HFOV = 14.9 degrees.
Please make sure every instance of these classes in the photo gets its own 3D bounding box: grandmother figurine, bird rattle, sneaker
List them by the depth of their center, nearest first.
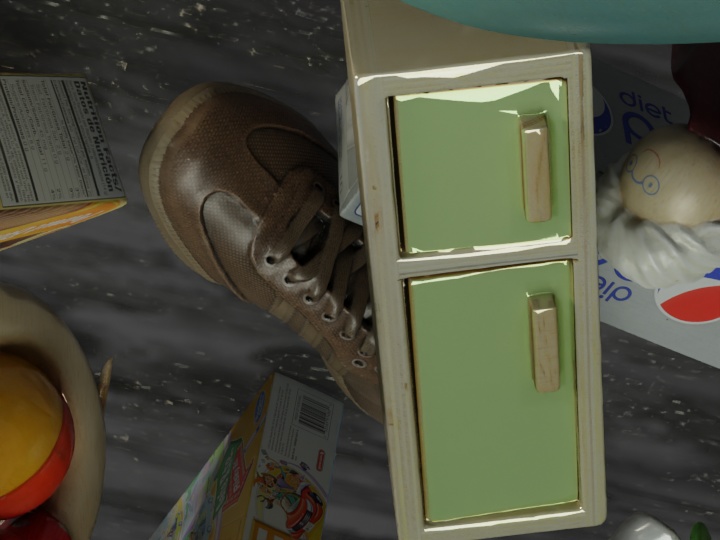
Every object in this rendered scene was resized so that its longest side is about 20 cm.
[{"bbox_3d":[0.138,-0.082,0.904,0.060,0.121,0.200,21,111,-26],"label":"grandmother figurine"},{"bbox_3d":[0.000,0.000,1.008,0.075,0.071,0.200,23,166,42],"label":"sneaker"},{"bbox_3d":[-0.140,0.087,1.047,0.112,0.164,0.200,-7,141,40],"label":"bird rattle"}]

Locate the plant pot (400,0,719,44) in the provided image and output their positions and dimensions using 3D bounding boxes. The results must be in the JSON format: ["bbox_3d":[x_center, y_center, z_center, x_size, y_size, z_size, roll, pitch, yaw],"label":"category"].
[{"bbox_3d":[0.066,-0.155,0.782,0.160,0.201,0.201,-7,137,25],"label":"plant pot"}]

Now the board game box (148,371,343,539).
[{"bbox_3d":[-0.063,0.155,1.089,0.034,0.200,0.135,25,131,-14],"label":"board game box"}]

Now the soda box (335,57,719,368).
[{"bbox_3d":[0.091,-0.027,0.997,0.199,0.068,0.064,21,129,-22],"label":"soda box"}]

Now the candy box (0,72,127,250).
[{"bbox_3d":[-0.173,-0.024,0.922,0.115,0.056,0.200,-19,178,18],"label":"candy box"}]

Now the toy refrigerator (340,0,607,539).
[{"bbox_3d":[0.040,-0.002,0.920,0.076,0.070,0.201,-6,127,-1],"label":"toy refrigerator"}]

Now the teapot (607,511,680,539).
[{"bbox_3d":[0.026,0.193,1.172,0.199,0.146,0.198,9,131,11],"label":"teapot"}]

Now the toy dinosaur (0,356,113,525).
[{"bbox_3d":[-0.165,0.119,1.155,0.199,0.061,0.106,-20,131,19],"label":"toy dinosaur"}]

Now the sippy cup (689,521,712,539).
[{"bbox_3d":[0.229,0.108,1.094,0.177,0.131,0.140,15,135,-15],"label":"sippy cup"}]
